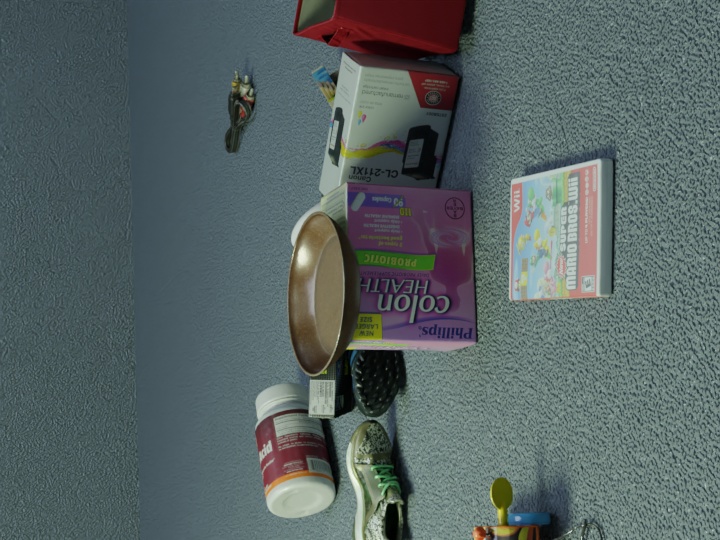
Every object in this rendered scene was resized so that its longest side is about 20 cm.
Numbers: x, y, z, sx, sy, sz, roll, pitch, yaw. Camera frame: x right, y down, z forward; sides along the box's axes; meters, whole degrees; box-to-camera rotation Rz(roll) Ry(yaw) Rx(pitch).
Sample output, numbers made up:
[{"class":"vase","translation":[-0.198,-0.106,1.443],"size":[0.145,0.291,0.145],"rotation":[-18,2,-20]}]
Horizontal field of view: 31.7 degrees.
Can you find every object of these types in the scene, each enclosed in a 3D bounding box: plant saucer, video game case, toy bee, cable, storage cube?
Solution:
[{"class":"plant saucer","translation":[-0.042,0.029,1.552],"size":[0.200,0.036,0.202],"rotation":[-178,90,-68]},{"class":"video game case","translation":[0.217,-0.040,1.394],"size":[0.200,0.017,0.144],"rotation":[173,99,-69]},{"class":"toy bee","translation":[0.161,0.287,1.377],"size":[0.200,0.108,0.131],"rotation":[121,147,-51]},{"class":"cable","translation":[-0.250,-0.318,2.670],"size":[0.097,0.050,0.201],"rotation":[53,151,35]},{"class":"storage cube","translation":[0.031,-0.383,1.677],"size":[0.171,0.179,0.201],"rotation":[-173,92,-69]}]

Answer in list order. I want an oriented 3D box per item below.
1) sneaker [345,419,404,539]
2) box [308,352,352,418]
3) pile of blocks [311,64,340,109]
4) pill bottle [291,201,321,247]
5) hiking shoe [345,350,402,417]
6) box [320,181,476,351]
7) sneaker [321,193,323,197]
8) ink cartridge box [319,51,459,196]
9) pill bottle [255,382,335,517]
[{"class":"sneaker","translation":[0.036,0.309,1.780],"size":[0.088,0.077,0.201],"rotation":[-17,76,54]},{"class":"box","translation":[-0.042,0.119,1.913],"size":[0.193,0.047,0.201],"rotation":[25,-113,-80]},{"class":"pile of blocks","translation":[-0.027,-0.288,2.000],"size":[0.082,0.062,0.200],"rotation":[55,-175,-40]},{"class":"pill bottle","translation":[0.000,0.000,1.762],"size":[0.200,0.112,0.112],"rotation":[52,142,21]},{"class":"hiking shoe","translation":[0.017,0.135,1.847],"size":[0.087,0.074,0.201],"rotation":[107,166,-51]},{"class":"box","translation":[0.047,-0.002,1.617],"size":[0.097,0.175,0.201],"rotation":[157,114,-66]},{"class":"sneaker","translation":[0.002,-0.090,1.896],"size":[0.200,0.076,0.115],"rotation":[-114,35,-44]},{"class":"ink cartridge box","translation":[0.037,-0.182,1.710],"size":[0.083,0.145,0.201],"rotation":[-128,45,-61]},{"class":"pill bottle","translation":[-0.113,0.294,2.089],"size":[0.114,0.114,0.201],"rotation":[116,150,-46]}]
